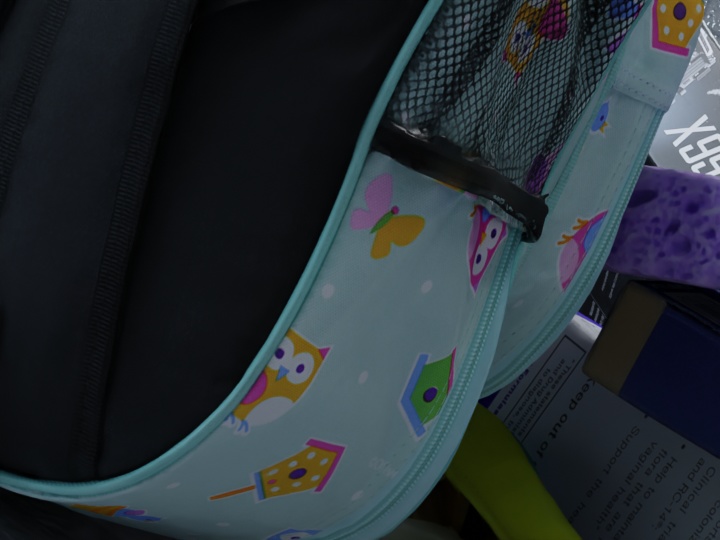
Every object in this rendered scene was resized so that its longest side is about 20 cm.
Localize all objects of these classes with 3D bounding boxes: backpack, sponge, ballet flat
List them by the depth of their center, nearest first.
[{"bbox_3d":[-0.029,-0.036,0.662,0.175,0.201,0.153,23,-7,35],"label":"backpack"},{"bbox_3d":[0.025,0.082,0.753,0.067,0.067,0.200,8,20,-29],"label":"ballet flat"},{"bbox_3d":[0.068,-0.015,0.756,0.199,0.030,0.111,11,3,42],"label":"sponge"}]

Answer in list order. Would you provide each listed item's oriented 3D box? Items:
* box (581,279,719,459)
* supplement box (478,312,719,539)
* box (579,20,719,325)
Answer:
[{"bbox_3d":[0.160,0.064,0.750,0.199,0.033,0.121,30,8,17],"label":"box"},{"bbox_3d":[0.103,0.105,0.796,0.101,0.104,0.200,32,4,-33],"label":"supplement box"},{"bbox_3d":[0.111,0.034,0.981,0.158,0.050,0.200,57,-25,30],"label":"box"}]
